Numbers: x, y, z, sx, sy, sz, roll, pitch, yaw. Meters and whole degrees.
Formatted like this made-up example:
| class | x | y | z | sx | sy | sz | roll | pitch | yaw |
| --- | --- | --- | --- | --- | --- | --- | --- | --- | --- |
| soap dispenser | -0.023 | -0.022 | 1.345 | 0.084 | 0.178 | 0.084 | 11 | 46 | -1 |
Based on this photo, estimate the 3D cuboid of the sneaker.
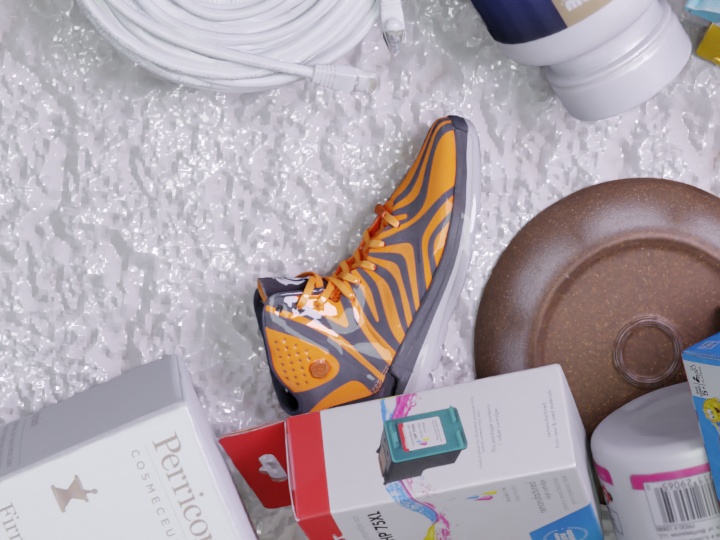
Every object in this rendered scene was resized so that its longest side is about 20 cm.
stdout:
| class | x | y | z | sx | sy | sz | roll | pitch | yaw |
| --- | --- | --- | --- | --- | --- | --- | --- | --- | --- |
| sneaker | 0.000 | 0.000 | 1.392 | 0.112 | 0.078 | 0.201 | 14 | 96 | -8 |

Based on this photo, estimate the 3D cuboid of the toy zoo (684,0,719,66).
| class | x | y | z | sx | sy | sz | roll | pitch | yaw |
| --- | --- | --- | --- | --- | --- | --- | --- | --- | --- |
| toy zoo | 0.274 | -0.110 | 1.375 | 0.200 | 0.131 | 0.021 | 28 | 81 | -7 |

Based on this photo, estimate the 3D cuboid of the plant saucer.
| class | x | y | z | sx | sy | sz | roll | pitch | yaw |
| --- | --- | --- | --- | --- | --- | --- | --- | --- | --- |
| plant saucer | 0.168 | 0.046 | 1.435 | 0.200 | 0.037 | 0.201 | -1 | 98 | -4 |

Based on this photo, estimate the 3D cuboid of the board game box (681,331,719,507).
| class | x | y | z | sx | sy | sz | roll | pitch | yaw |
| --- | --- | --- | --- | --- | --- | --- | --- | --- | --- |
| board game box | 0.287 | 0.101 | 1.327 | 0.200 | 0.056 | 0.197 | -23 | 105 | -28 |

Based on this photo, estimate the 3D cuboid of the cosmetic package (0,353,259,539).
| class | x | y | z | sx | sy | sz | roll | pitch | yaw |
| --- | --- | --- | --- | --- | --- | --- | --- | --- | --- |
| cosmetic package | -0.159 | 0.169 | 1.356 | 0.199 | 0.166 | 0.168 | -24 | 99 | -3 |

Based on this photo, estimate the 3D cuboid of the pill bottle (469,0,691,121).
| class | x | y | z | sx | sy | sz | roll | pitch | yaw |
| --- | --- | --- | --- | --- | --- | --- | --- | --- | --- |
| pill bottle | 0.104 | -0.186 | 1.351 | 0.111 | 0.111 | 0.200 | -35 | 114 | 0 |

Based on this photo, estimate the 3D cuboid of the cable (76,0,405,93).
| class | x | y | z | sx | sy | sz | roll | pitch | yaw |
| --- | --- | --- | --- | --- | --- | --- | --- | --- | --- |
| cable | -0.072 | -0.201 | 1.365 | 0.199 | 0.069 | 0.201 | 2 | 96 | -5 |

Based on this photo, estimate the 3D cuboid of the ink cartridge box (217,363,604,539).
| class | x | y | z | sx | sy | sz | roll | pitch | yaw |
| --- | --- | --- | --- | --- | --- | --- | --- | --- | --- |
| ink cartridge box | 0.030 | 0.123 | 1.370 | 0.199 | 0.116 | 0.067 | -12 | 60 | 9 |

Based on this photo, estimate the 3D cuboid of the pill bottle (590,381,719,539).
| class | x | y | z | sx | sy | sz | roll | pitch | yaw |
| --- | --- | --- | --- | --- | --- | --- | --- | --- | --- |
| pill bottle | 0.210 | 0.172 | 1.384 | 0.113 | 0.113 | 0.201 | -17 | 104 | -3 |
